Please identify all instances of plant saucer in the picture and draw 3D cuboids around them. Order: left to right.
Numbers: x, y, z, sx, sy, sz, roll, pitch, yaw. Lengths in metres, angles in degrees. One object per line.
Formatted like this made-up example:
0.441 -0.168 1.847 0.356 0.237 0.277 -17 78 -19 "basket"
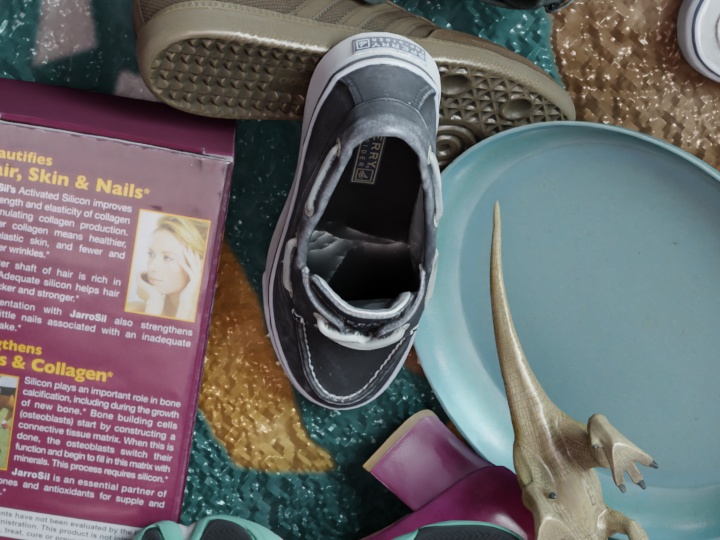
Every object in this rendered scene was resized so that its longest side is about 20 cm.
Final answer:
0.109 0.025 0.779 0.199 0.027 0.201 18 125 27 "plant saucer"

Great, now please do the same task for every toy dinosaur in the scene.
0.080 0.079 0.756 0.058 0.101 0.201 -26 108 -5 "toy dinosaur"

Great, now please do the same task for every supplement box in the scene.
-0.121 0.028 0.789 0.110 0.086 0.201 9 106 -5 "supplement box"

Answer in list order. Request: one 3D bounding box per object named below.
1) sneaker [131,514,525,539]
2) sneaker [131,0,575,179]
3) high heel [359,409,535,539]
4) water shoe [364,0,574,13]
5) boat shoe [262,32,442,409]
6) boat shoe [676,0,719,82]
-0.017 0.173 0.769 0.199 0.078 0.140 1 134 11 "sneaker"
0.001 -0.097 0.768 0.199 0.076 0.070 12 139 -27 "sneaker"
0.003 0.166 0.826 0.200 0.067 0.096 -48 62 1 "high heel"
0.088 -0.134 0.747 0.199 0.079 0.072 2 143 4 "water shoe"
0.000 0.000 0.757 0.071 0.068 0.201 5 135 -8 "boat shoe"
0.236 -0.112 0.772 0.199 0.065 0.074 -10 106 1 "boat shoe"
